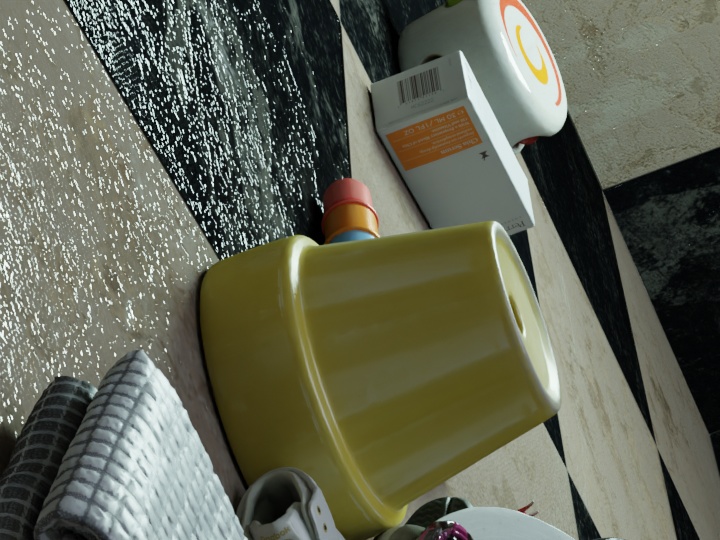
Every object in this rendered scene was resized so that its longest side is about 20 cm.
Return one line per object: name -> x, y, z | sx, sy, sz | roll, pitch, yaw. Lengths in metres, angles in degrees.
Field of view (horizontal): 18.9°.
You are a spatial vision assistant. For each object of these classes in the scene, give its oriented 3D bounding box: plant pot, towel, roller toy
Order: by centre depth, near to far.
towel -> -0.098, 0.160, 0.977 | 0.166, 0.085, 0.201 | -80, 147, -69
plant pot -> 0.021, 0.060, 1.391 | 0.201, 0.187, 0.202 | -20, 90, -78
roller toy -> 0.129, -0.206, 2.368 | 0.182, 0.139, 0.201 | 45, 29, -40

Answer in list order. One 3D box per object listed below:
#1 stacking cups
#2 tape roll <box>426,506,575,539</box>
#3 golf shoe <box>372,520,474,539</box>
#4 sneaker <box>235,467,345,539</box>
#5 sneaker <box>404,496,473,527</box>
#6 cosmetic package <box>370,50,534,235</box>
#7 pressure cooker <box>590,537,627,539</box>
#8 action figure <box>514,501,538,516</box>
stacking cups -> 0.000, 0.000, 1.685 | 0.201, 0.060, 0.061 | -93, 159, -55
tape roll -> 0.098, 0.259, 1.443 | 0.199, 0.066, 0.201 | 19, 45, -20
golf shoe -> 0.014, 0.251, 1.325 | 0.073, 0.092, 0.201 | 42, 50, -34
sneaker -> -0.031, 0.199, 1.241 | 0.116, 0.073, 0.201 | 61, 6, -32
sneaker -> 0.069, 0.264, 1.553 | 0.115, 0.076, 0.201 | 61, 19, -44
cosmetic package -> 0.093, -0.114, 2.166 | 0.200, 0.101, 0.072 | 57, 19, -44
pressure cooker -> 0.256, 0.343, 1.894 | 0.199, 0.178, 0.177 | 28, 72, -38
action figure -> 0.119, 0.258, 1.727 | 0.066, 0.098, 0.200 | -93, 157, -43
